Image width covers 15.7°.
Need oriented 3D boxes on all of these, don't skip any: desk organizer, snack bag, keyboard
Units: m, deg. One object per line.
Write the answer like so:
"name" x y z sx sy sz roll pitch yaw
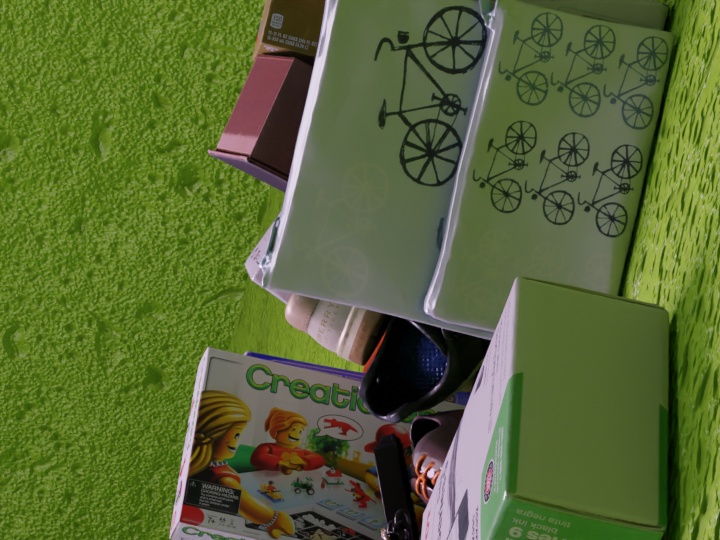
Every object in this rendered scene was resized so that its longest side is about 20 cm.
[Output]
"desk organizer" 0.006 -0.070 1.792 0.077 0.199 0.072 -65 25 -5
"snack bag" 0.057 -0.060 1.433 0.021 0.199 0.190 -81 5 -86
"keyboard" 0.035 0.201 1.584 0.127 0.020 0.201 -39 -62 -83

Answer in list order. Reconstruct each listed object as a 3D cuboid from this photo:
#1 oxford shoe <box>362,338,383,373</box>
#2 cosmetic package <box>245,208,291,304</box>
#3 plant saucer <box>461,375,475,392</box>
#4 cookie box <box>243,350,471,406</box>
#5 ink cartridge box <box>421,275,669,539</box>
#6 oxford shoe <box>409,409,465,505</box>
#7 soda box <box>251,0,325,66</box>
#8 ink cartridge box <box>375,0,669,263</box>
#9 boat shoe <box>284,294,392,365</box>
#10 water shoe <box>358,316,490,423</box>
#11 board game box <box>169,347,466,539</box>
"oxford shoe" 0.049 0.053 1.797 0.200 0.073 0.072 127 158 -63
"cosmetic package" 0.015 -0.051 1.887 0.200 0.101 0.071 -55 11 4
"plant saucer" 0.064 0.033 1.921 0.200 0.031 0.201 -168 90 -84
"cookie box" -0.015 0.169 1.744 0.075 0.170 0.201 108 172 -54
"ink cartridge box" 0.088 0.127 1.321 0.201 0.084 0.146 108 171 -45
"oxford shoe" 0.064 0.138 1.554 0.200 0.072 0.072 -101 24 -73
"soda box" 0.030 -0.157 1.804 0.064 0.199 0.068 140 144 -78
"ink cartridge box" 0.083 -0.067 1.483 0.076 0.136 0.201 -141 63 -85
"boat shoe" 0.000 0.000 1.675 0.200 0.065 0.072 -56 -13 -67
"water shoe" 0.067 0.018 1.591 0.079 0.071 0.201 -38 -20 -55
"board game box" -0.015 0.132 1.684 0.035 0.199 0.127 118 163 -58
